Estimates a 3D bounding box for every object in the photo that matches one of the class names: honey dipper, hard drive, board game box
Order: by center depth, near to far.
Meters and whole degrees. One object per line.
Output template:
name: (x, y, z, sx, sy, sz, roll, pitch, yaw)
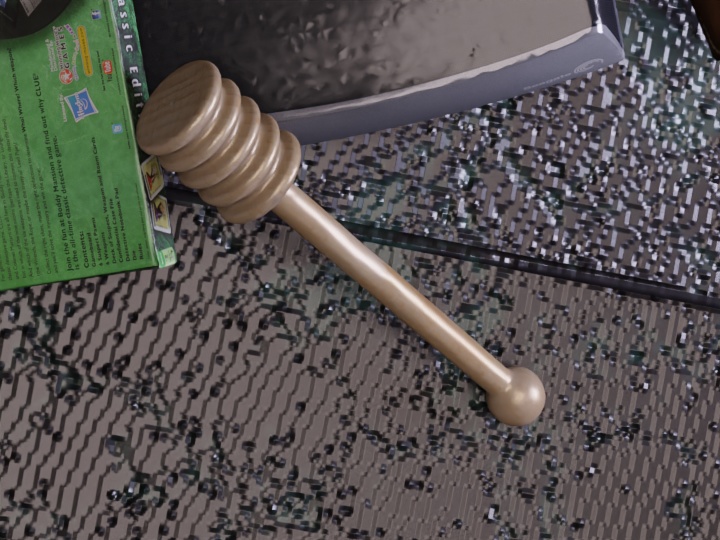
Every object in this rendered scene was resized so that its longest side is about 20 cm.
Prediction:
board game box: (-0.129, -0.093, 0.802, 0.104, 0.023, 0.202, -8, 95, 15)
hard drive: (-0.014, -0.113, 0.817, 0.198, 0.042, 0.136, -11, 95, 4)
honey dipper: (0.000, 0.000, 0.826, 0.200, 0.038, 0.038, 42, 82, -34)

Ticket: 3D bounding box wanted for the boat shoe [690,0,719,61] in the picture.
boat shoe: (0.100, -0.172, 0.856, 0.073, 0.076, 0.202, -18, 88, -7)
